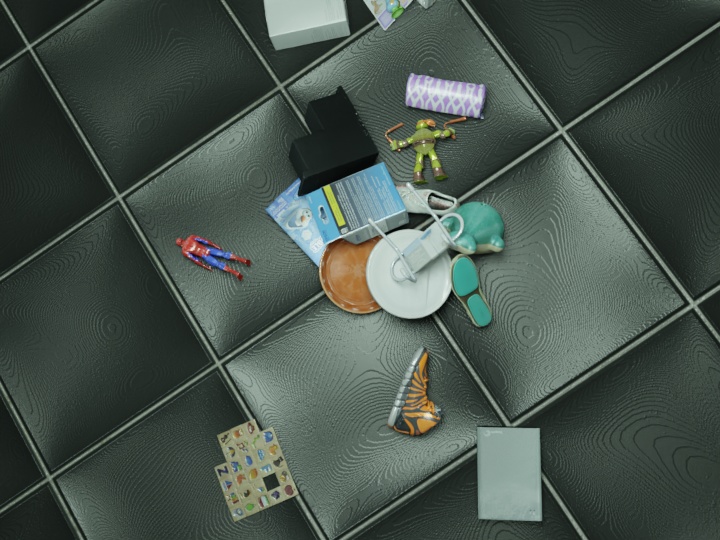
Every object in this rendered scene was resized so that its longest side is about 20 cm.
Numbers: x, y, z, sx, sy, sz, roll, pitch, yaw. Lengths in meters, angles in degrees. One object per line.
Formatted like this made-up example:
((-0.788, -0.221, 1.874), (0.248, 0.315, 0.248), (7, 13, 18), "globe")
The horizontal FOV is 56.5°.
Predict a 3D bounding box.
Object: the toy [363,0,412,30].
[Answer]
((0.035, -0.710, 1.651), (0.115, 0.047, 0.200), (-39, 83, 35), "toy")

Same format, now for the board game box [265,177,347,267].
((-0.091, -0.142, 1.618), (0.200, 0.043, 0.199), (-44, 81, -1), "board game box")

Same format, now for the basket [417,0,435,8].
((0.145, -0.772, 1.630), (0.123, 0.136, 0.200), (-39, 80, -2), "basket")

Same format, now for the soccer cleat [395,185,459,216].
((0.136, -0.166, 1.574), (0.199, 0.085, 0.069), (11, 84, 8), "soccer cleat")

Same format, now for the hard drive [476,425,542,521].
((0.331, 0.450, 1.496), (0.139, 0.033, 0.201), (0, 82, 7), "hard drive")

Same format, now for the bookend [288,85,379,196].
((-0.093, -0.304, 1.572), (0.199, 0.092, 0.199), (-23, 75, -21), "bookend")

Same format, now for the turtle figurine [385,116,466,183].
((0.164, -0.296, 1.598), (0.199, 0.064, 0.162), (-9, 81, 5), "turtle figurine")

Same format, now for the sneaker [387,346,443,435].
((0.143, 0.281, 1.526), (0.112, 0.078, 0.201), (20, 96, 5), "sneaker")

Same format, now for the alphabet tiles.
((-0.258, 0.462, 1.575), (0.167, 0.008, 0.201), (-24, 80, 3), "alphabet tiles")

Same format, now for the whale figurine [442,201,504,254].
((0.250, -0.094, 1.491), (0.159, 0.200, 0.104), (24, 112, 19), "whale figurine")

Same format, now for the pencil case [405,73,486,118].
((0.205, -0.422, 1.605), (0.199, 0.084, 0.086), (12, 48, 6), "pencil case")

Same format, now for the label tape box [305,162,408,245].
((-0.008, -0.143, 1.539), (0.199, 0.066, 0.144), (-23, 64, 1), "label tape box")

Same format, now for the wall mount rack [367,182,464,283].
((0.112, -0.078, 1.424), (0.200, 0.074, 0.174), (-41, 55, 17), "wall mount rack")

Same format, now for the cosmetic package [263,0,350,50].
((-0.133, -0.635, 1.671), (0.199, 0.081, 0.113), (-8, 81, 6), "cosmetic package")

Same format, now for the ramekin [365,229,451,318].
((0.104, 0.009, 1.528), (0.201, 0.094, 0.203), (0, 88, -11), "ramekin")

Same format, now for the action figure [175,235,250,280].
((-0.367, -0.037, 1.633), (0.199, 0.052, 0.066), (23, 80, 14), "action figure")

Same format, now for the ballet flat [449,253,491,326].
((0.237, 0.042, 1.501), (0.067, 0.062, 0.201), (-27, 118, -6), "ballet flat")

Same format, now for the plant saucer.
((0.000, 0.000, 1.571), (0.199, 0.032, 0.201), (1, 87, -12), "plant saucer")
